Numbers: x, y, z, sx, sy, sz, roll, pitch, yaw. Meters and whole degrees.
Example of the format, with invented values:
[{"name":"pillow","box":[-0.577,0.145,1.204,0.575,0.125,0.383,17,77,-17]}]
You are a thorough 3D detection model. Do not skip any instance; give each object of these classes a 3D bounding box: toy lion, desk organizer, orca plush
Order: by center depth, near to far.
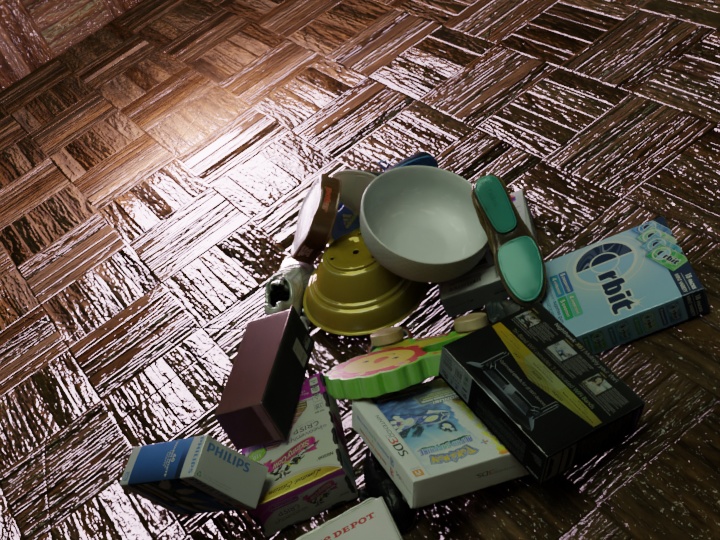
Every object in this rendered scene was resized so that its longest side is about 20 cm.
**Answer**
[{"name":"orca plush","box":[0.040,0.229,1.445,0.104,0.072,0.201,-10,38,24]},{"name":"toy lion","box":[0.060,0.120,1.486,0.197,0.070,0.191,-11,8,23]},{"name":"desk organizer","box":[-0.129,0.146,1.568,0.076,0.072,0.201,-16,32,22]}]

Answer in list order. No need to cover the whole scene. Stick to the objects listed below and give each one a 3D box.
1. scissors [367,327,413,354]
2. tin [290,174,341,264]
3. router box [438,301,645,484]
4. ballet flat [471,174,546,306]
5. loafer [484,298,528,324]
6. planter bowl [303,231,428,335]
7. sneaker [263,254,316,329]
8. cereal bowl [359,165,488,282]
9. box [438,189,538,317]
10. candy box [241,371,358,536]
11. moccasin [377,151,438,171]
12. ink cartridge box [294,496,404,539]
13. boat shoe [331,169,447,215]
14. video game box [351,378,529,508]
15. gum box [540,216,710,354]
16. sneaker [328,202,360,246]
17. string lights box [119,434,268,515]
[{"name":"scissors","box":[0.080,0.135,1.597,0.073,0.014,0.200,-36,36,-15]},{"name":"tin","box":[-0.071,-0.080,1.792,0.200,0.041,0.113,133,153,-69]},{"name":"router box","box":[0.213,0.140,1.370,0.156,0.053,0.200,-21,48,-26]},{"name":"ballet flat","box":[0.205,-0.036,1.589,0.067,0.072,0.202,-23,70,0]},{"name":"loafer","box":[0.214,0.098,1.500,0.071,0.073,0.201,-17,36,7]},{"name":"planter bowl","box":[0.000,0.000,1.733,0.197,0.084,0.202,-9,39,8]},{"name":"sneaker","box":[-0.112,0.028,1.810,0.074,0.082,0.201,-18,33,16]},{"name":"cereal bowl","box":[0.092,-0.057,1.674,0.197,0.084,0.202,4,48,-4]},{"name":"box","box":[0.188,-0.028,1.710,0.154,0.041,0.201,-19,36,12]},{"name":"candy box","box":[-0.087,0.241,1.529,0.135,0.061,0.201,-25,34,4]},{"name":"moccasin","box":[0.035,-0.143,1.931,0.198,0.081,0.068,-31,35,-7]},{"name":"ink cartridge box","box":[0.004,0.371,1.273,0.145,0.083,0.201,-28,34,-1]},{"name":"boat shoe","box":[0.051,-0.119,1.800,0.197,0.074,0.063,15,28,16]},{"name":"video game box","box":[0.112,0.198,1.398,0.197,0.047,0.182,-12,32,-21]},{"name":"gum box","box":[0.340,0.025,1.530,0.198,0.045,0.171,-23,34,9]},{"name":"sneaker","box":[0.028,-0.095,1.849,0.198,0.106,0.076,-23,31,8]},{"name":"string lights box","box":[-0.218,0.266,1.485,0.199,0.102,0.060,-18,46,50]}]
